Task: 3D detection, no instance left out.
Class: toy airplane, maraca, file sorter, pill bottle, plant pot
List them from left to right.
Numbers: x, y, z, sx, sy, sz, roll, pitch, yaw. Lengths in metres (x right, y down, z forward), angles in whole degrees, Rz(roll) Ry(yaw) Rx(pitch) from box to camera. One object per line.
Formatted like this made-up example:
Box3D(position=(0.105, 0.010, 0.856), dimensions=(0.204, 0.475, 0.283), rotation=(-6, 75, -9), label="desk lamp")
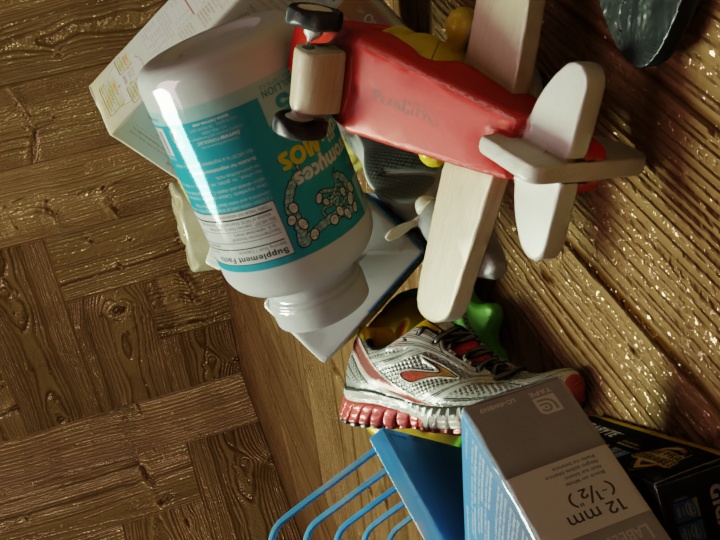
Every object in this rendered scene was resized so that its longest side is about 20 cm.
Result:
Box3D(position=(-0.171, -0.083, 1.461), dimensions=(0.200, 0.183, 0.201), rotation=(164, 90, -78), label="plant pot")
Box3D(position=(-0.060, -0.060, 0.676), dimensions=(0.201, 0.111, 0.111), rotation=(68, 172, -24), label="pill bottle")
Box3D(position=(0.047, 0.214, 0.732), dimensions=(0.200, 0.123, 0.139), rotation=(27, -152, -58), label="file sorter")
Box3D(position=(0.057, 0.074, 0.819), dimensions=(0.137, 0.107, 0.200), rotation=(57, 141, 27), label="maraca")
Box3D(position=(0.066, -0.090, 0.551), dimensions=(0.200, 0.141, 0.200), rotation=(-29, 86, 41), label="toy airplane")

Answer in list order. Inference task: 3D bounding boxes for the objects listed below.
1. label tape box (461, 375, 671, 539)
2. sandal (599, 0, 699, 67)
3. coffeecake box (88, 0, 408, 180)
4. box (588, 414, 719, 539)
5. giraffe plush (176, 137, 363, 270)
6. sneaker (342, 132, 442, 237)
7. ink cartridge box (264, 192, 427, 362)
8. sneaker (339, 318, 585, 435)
Box3D(position=(0.118, 0.176, 0.519), dimensions=(0.200, 0.066, 0.144), rotation=(-120, 18, -46), label="label tape box")
Box3D(position=(0.102, -0.179, 0.410), dimensions=(0.075, 0.048, 0.201), rotation=(-125, 23, -57), label="sandal")
Box3D(position=(-0.074, -0.152, 0.763), dimensions=(0.153, 0.200, 0.073), rotation=(35, -164, -46), label="coffeecake box")
Box3D(position=(0.170, 0.191, 0.566), dimensions=(0.160, 0.049, 0.201), rotation=(175, 80, -81), label="box")
Box3D(position=(-0.056, -0.087, 0.970), dimensions=(0.173, 0.200, 0.162), rotation=(43, -166, 14), label="giraffe plush")
Box3D(position=(0.023, -0.103, 0.827), dimensions=(0.080, 0.070, 0.201), rotation=(57, -168, -49), label="sneaker")
Box3D(position=(0.000, 0.000, 0.844), dimensions=(0.067, 0.116, 0.200), rotation=(42, -172, 3), label="ink cartridge box")
Box3D(position=(0.062, 0.072, 0.704), dimensions=(0.200, 0.078, 0.083), rotation=(-1, 84, 41), label="sneaker")
